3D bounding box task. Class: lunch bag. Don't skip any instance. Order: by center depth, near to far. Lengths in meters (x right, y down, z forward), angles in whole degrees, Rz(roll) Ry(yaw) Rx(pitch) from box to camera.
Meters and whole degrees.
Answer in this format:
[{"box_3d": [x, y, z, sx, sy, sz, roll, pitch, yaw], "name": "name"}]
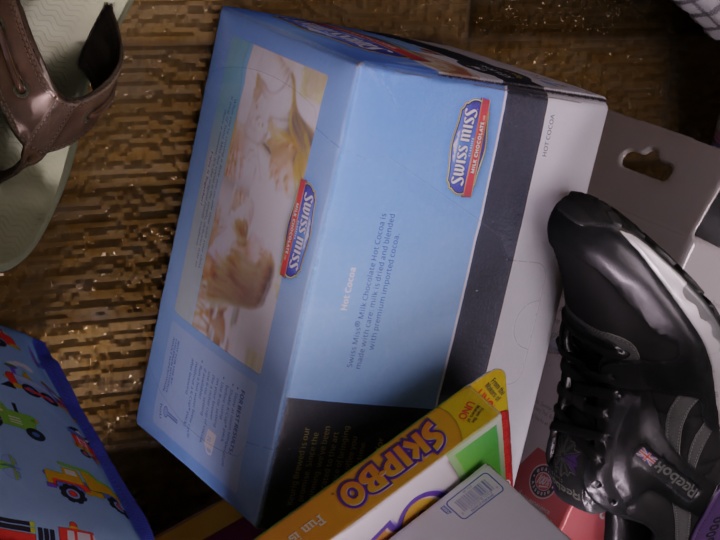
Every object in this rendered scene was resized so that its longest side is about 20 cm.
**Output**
[{"box_3d": [-0.170, 0.074, 0.747, 0.150, 0.200, 0.095, 20, 94, -32], "name": "lunch bag"}]

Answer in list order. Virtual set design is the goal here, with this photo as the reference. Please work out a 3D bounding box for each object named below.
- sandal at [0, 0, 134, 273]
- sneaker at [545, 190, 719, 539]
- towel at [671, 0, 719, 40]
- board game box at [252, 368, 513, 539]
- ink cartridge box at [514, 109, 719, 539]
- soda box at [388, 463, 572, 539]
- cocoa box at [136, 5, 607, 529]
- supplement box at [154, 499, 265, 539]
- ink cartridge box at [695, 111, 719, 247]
[{"box_3d": [-0.129, -0.095, 0.802, 0.079, 0.057, 0.202, 22, 94, -32], "name": "sandal"}, {"box_3d": [0.115, 0.060, 0.836, 0.087, 0.076, 0.200, -38, 125, -8], "name": "sneaker"}, {"box_3d": [0.160, -0.230, 0.911, 0.165, 0.085, 0.201, 32, 87, -34], "name": "towel"}, {"box_3d": [-0.009, 0.124, 0.775, 0.200, 0.030, 0.096, -36, 144, -23], "name": "board game box"}, {"box_3d": [0.125, 0.033, 0.949, 0.067, 0.116, 0.201, 23, 94, -33], "name": "ink cartridge box"}, {"box_3d": [-0.002, 0.166, 0.744, 0.199, 0.064, 0.068, -35, 143, -19], "name": "soda box"}, {"box_3d": [0.000, 0.000, 0.858, 0.130, 0.133, 0.201, 6, 103, -32], "name": "cocoa box"}, {"box_3d": [-0.038, 0.219, 0.851, 0.103, 0.200, 0.132, -28, 134, -19], "name": "supplement box"}, {"box_3d": [0.267, -0.054, 0.941, 0.145, 0.145, 0.201, -26, 149, -20], "name": "ink cartridge box"}]
